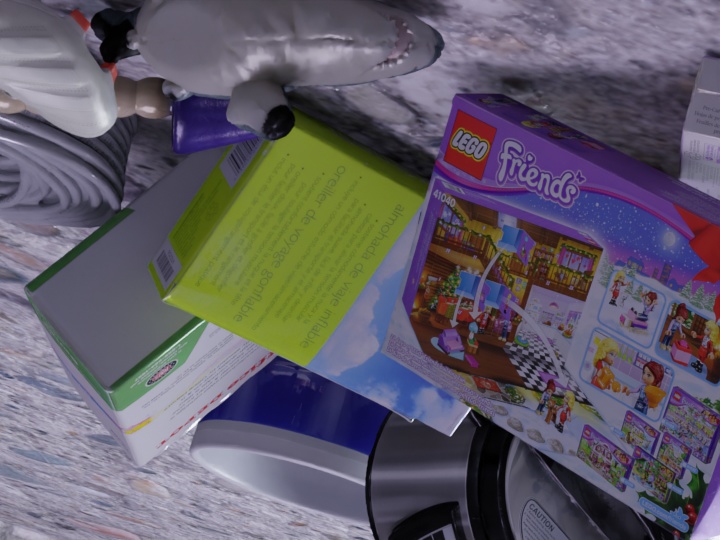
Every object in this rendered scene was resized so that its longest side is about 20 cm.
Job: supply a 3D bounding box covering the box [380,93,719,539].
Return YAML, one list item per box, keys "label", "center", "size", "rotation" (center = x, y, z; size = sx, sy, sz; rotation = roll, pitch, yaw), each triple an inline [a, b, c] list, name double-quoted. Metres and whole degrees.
- label: "box"
  center: [0.106, 0.017, 1.002]
  size: [0.039, 0.137, 0.200]
  rotation: [-5, -152, -46]

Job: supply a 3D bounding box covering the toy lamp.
- label: "toy lamp"
  center: [-0.146, -0.088, 1.099]
  size: [0.199, 0.058, 0.058]
  rotation: [0, 165, -6]

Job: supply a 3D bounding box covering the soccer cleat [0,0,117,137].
- label: "soccer cleat"
  center: [-0.189, -0.118, 1.000]
  size: [0.069, 0.078, 0.200]
  rotation: [13, 153, 47]

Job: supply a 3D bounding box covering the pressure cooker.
- label: "pressure cooker"
  center: [0.118, 0.143, 1.453]
  size: [0.175, 0.179, 0.200]
  rotation: [3, 173, -34]

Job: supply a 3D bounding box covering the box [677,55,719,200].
- label: "box"
  center: [0.171, -0.041, 1.027]
  size: [0.041, 0.039, 0.200]
  rotation: [15, 164, 12]

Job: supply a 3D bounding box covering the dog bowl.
- label: "dog bowl"
  center: [-0.031, 0.139, 1.745]
  size: [0.199, 0.079, 0.200]
  rotation: [15, 164, 4]

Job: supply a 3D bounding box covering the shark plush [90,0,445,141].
- label: "shark plush"
  center: [-0.058, -0.101, 1.024]
  size: [0.083, 0.091, 0.200]
  rotation: [-9, -179, -44]

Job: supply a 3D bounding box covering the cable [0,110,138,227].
- label: "cable"
  center: [-0.223, -0.087, 1.220]
  size: [0.200, 0.069, 0.200]
  rotation: [1, 158, 40]

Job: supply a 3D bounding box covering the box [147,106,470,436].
- label: "box"
  center: [0.000, 0.000, 1.191]
  size: [0.200, 0.122, 0.048]
  rotation: [27, -164, -30]

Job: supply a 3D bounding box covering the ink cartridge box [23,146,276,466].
- label: "ink cartridge box"
  center: [-0.109, 0.023, 1.301]
  size: [0.084, 0.145, 0.200]
  rotation: [48, 168, 12]

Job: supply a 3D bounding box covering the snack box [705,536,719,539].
- label: "snack box"
  center: [0.153, 0.053, 1.140]
  size: [0.068, 0.169, 0.200]
  rotation: [-35, 146, 9]
